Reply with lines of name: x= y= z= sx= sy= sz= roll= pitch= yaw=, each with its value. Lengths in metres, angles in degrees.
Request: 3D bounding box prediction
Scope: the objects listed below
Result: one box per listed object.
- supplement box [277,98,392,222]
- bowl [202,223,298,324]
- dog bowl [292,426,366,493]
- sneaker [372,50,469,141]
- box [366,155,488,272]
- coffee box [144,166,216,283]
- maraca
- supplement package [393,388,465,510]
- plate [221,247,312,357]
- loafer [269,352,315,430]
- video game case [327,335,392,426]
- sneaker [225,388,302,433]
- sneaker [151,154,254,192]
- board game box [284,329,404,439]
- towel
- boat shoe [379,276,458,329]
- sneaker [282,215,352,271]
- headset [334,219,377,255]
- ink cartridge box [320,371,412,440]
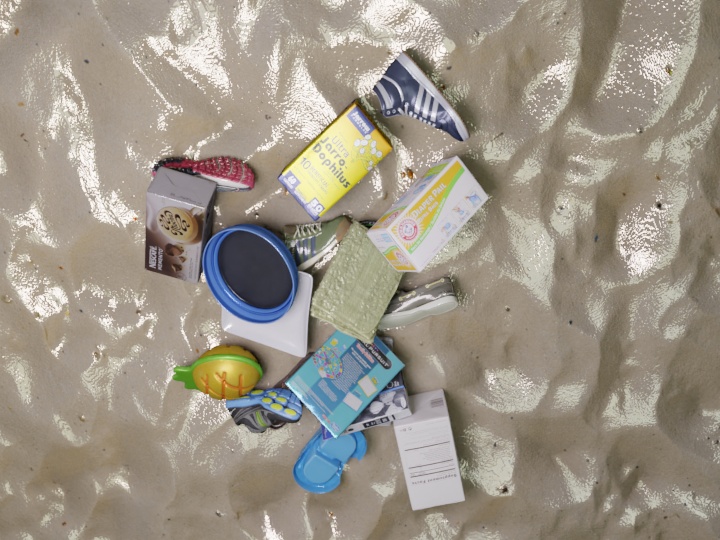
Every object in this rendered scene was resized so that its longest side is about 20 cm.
supplement box: x=-0.046 y=-0.208 z=1.298 sx=0.199 sy=0.110 sz=0.109 roll=-42 pitch=103 yaw=12
bowl: x=-0.208 y=0.005 z=1.326 sx=0.196 sy=0.039 sz=0.205 roll=10 pitch=120 yaw=18
dog bowl: x=-0.066 y=0.396 z=1.509 sx=0.110 sy=0.050 sz=0.201 roll=33 pitch=112 yaw=-13
sneaker: x=0.108 y=-0.294 z=1.289 sx=0.108 sy=0.070 sz=0.201 roll=-42 pitch=96 yaw=8
box: x=0.123 y=-0.102 z=1.290 sx=0.200 sy=0.112 sz=0.102 roll=-46 pitch=104 yaw=-13
coffee box: x=-0.344 y=-0.082 z=1.317 sx=0.110 sy=0.081 sz=0.202 roll=15 pitch=134 yaw=-5
maraca: x=-0.296 y=0.215 z=1.437 sx=0.195 sy=0.109 sz=0.138 roll=-13 pitch=139 yaw=20
supplement package: x=0.144 y=0.379 z=1.473 sx=0.117 sy=0.122 sz=0.205 roll=-12 pitch=108 yaw=4
plate: x=-0.187 y=0.061 z=1.391 sx=0.195 sy=0.032 sz=0.204 roll=16 pitch=122 yaw=13
loafer: x=-0.148 y=0.263 z=1.467 sx=0.072 sy=0.071 sz=0.202 roll=33 pitch=105 yaw=-9
video game case: x=-0.002 y=0.238 z=1.486 sx=0.139 sy=0.018 sz=0.205 roll=1 pitch=107 yaw=0
sneaker: x=-0.195 y=0.295 z=1.439 sx=0.196 sy=0.071 sz=0.085 roll=-6 pitch=108 yaw=34
sneaker: x=-0.299 y=-0.172 z=1.336 sx=0.194 sy=0.081 sz=0.076 roll=3 pitch=127 yaw=6
board game box: x=-0.031 y=0.212 z=1.399 sx=0.151 sy=0.047 sz=0.200 roll=44 pitch=78 yaw=8
towel: x=-0.001 y=0.022 z=1.326 sx=0.146 sy=0.036 sz=0.204 roll=28 pitch=80 yaw=-13
boat shoe: x=0.100 y=0.069 z=1.409 sx=0.197 sy=0.072 sz=0.062 roll=-18 pitch=66 yaw=19
sneaker: x=-0.115 y=-0.058 z=1.366 sx=0.199 sy=0.067 sz=0.090 roll=-39 pitch=108 yaw=16
headset: x=0.000 y=0.000 z=1.371 sx=0.121 sy=0.094 sz=0.204 roll=26 pitch=95 yaw=-7
ink cartridge box: x=0.002 y=0.276 z=1.436 sx=0.195 sy=0.101 sz=0.039 roll=-19 pitch=144 yaw=6
